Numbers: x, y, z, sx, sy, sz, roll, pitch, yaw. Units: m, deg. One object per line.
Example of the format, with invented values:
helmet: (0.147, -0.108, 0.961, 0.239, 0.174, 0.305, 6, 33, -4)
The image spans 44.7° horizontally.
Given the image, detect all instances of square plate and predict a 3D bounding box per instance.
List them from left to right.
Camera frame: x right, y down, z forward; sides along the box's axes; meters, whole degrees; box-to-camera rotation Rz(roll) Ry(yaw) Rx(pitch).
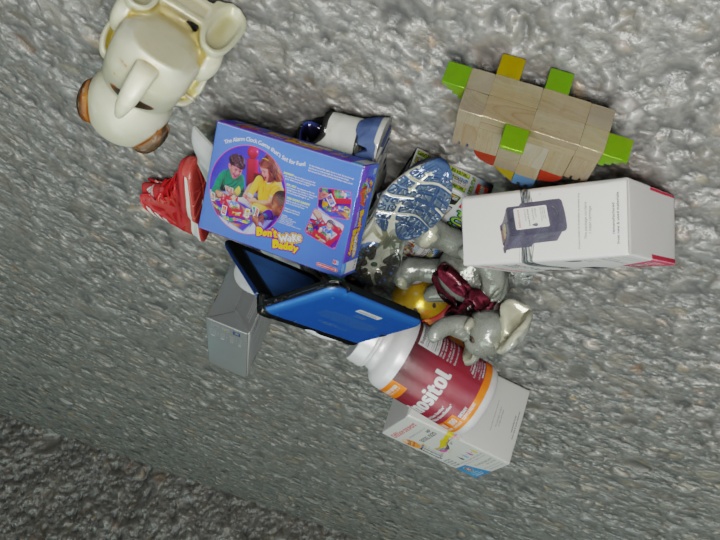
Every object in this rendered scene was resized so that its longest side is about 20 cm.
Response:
square plate: (-0.156, -0.083, 1.186, 0.198, 0.028, 0.200, 49, 170, 11)

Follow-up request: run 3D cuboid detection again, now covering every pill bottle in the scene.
pill bottle: (0.084, 0.137, 1.238, 0.199, 0.113, 0.113, 31, 151, -6)

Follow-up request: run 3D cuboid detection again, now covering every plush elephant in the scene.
plush elephant: (0.142, 0.046, 1.148, 0.199, 0.156, 0.165, 10, 154, -15)

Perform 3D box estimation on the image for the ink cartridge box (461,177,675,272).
ink cartridge box: (0.234, -0.046, 0.993, 0.199, 0.085, 0.144, -3, 174, 38)

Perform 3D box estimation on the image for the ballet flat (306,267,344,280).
ballet flat: (-0.077, -0.052, 1.199, 0.075, 0.068, 0.200, 8, 151, 22)

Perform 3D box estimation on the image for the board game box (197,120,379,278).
board game box: (-0.088, -0.088, 1.041, 0.199, 0.135, 0.045, 20, -163, 20)

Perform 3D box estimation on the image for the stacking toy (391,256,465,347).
stacking toy: (0.088, 0.053, 1.315, 0.145, 0.146, 0.201, 5, 132, 28)

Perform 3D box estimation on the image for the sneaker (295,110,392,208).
sneaker: (-0.029, -0.135, 1.102, 0.115, 0.081, 0.200, 22, 146, 8)

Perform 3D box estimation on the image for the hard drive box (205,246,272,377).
hard drive box: (-0.194, 0.068, 1.480, 0.076, 0.156, 0.200, 20, 152, 3)

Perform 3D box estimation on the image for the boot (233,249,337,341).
boot: (-0.087, 0.026, 1.306, 0.199, 0.096, 0.074, 32, 113, 4)

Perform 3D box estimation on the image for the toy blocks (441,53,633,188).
toy blocks: (0.177, -0.140, 0.937, 0.199, 0.100, 0.137, 18, 164, 7)

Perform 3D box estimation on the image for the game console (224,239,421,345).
game console: (-0.045, 0.016, 1.104, 0.170, 0.119, 0.200, -18, 156, 30)

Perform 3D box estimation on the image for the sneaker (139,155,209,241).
sneaker: (-0.283, -0.115, 1.308, 0.115, 0.079, 0.200, 18, 151, 4)

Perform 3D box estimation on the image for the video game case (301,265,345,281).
video game case: (-0.044, 0.040, 1.365, 0.200, 0.024, 0.182, 44, 165, 32)

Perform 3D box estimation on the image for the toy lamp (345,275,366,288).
toy lamp: (0.000, 0.000, 1.296, 0.058, 0.058, 0.200, 27, 168, -9)

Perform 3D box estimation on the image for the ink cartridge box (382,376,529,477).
ink cartridge box: (0.167, 0.252, 1.557, 0.199, 0.145, 0.147, 26, 153, -7)

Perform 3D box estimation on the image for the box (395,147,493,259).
box: (0.084, -0.076, 1.158, 0.110, 0.035, 0.200, 25, 152, -6)

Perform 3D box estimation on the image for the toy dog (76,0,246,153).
toy dog: (-0.238, -0.214, 0.989, 0.139, 0.195, 0.200, 20, 148, -24)

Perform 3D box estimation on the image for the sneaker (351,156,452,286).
sneaker: (0.044, -0.075, 1.074, 0.077, 0.085, 0.200, 25, 129, -17)
